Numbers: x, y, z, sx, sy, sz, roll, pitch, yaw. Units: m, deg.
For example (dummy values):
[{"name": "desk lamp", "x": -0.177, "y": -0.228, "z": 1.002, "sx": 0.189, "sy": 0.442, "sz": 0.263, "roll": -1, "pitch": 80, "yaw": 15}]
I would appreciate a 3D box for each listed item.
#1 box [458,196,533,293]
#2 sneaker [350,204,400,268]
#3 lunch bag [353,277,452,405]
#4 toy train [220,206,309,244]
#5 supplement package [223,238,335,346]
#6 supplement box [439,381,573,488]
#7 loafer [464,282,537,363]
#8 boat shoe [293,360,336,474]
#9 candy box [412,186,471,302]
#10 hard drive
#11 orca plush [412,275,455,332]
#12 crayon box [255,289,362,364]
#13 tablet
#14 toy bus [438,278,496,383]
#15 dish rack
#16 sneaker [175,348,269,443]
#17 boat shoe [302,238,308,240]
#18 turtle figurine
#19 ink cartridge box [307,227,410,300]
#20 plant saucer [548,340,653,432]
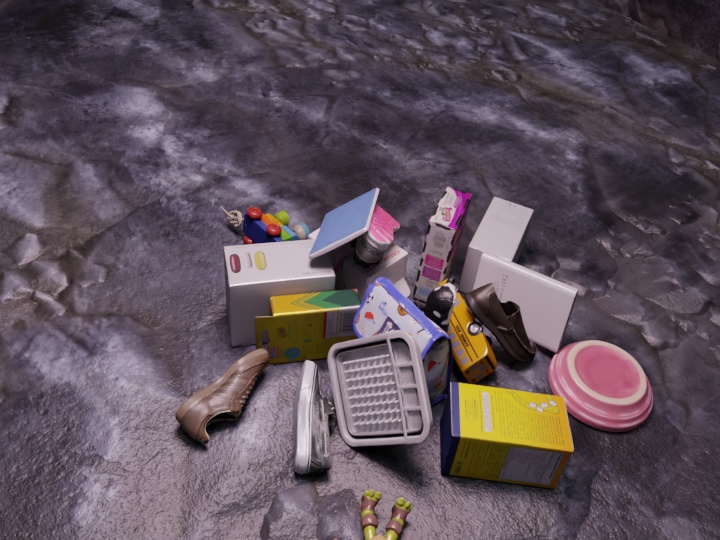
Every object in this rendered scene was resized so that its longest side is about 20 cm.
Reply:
[{"name": "box", "x": 0.296, "y": -0.045, "z": 1.452, "sx": 0.095, "sy": 0.127, "sz": 0.201, "roll": 20, "pitch": 43, "yaw": 15}, {"name": "sneaker", "x": 0.023, "y": -0.063, "z": 1.283, "sx": 0.073, "sy": 0.088, "sz": 0.201, "roll": 35, "pitch": 21, "yaw": -7}, {"name": "lunch bag", "x": 0.073, "y": 0.131, "z": 1.167, "sx": 0.122, "sy": 0.203, "sz": 0.170, "roll": -28, "pitch": 52, "yaw": -26}, {"name": "toy train", "x": -0.210, "y": -0.108, "z": 1.489, "sx": 0.114, "sy": 0.086, "sz": 0.199, "roll": -20, "pitch": 48, "yaw": -41}, {"name": "supplement package", "x": -0.156, "y": 0.041, "z": 1.269, "sx": 0.194, "sy": 0.159, "sz": 0.112, "roll": -6, "pitch": 42, "yaw": -15}, {"name": "supplement box", "x": 0.236, "y": 0.273, "z": 1.107, "sx": 0.194, "sy": 0.111, "sz": 0.111, "roll": 8, "pitch": 41, "yaw": 0}, {"name": "loafer", "x": 0.280, "y": 0.100, "z": 1.262, "sx": 0.199, "sy": 0.071, "sz": 0.074, "roll": 43, "pitch": 17, "yaw": -24}, {"name": "boat shoe", "x": -0.076, "y": 0.249, "z": 1.130, "sx": 0.069, "sy": 0.073, "sz": 0.204, "roll": 8, "pitch": 51, "yaw": -12}, {"name": "candy box", "x": 0.168, "y": -0.049, "z": 1.380, "sx": 0.059, "sy": 0.204, "sz": 0.137, "roll": 18, "pitch": 41, "yaw": 13}, {"name": "hard drive", "x": 0.317, "y": 0.061, "z": 1.319, "sx": 0.196, "sy": 0.135, "sz": 0.026, "roll": 24, "pitch": 29, "yaw": 26}, {"name": "orca plush", "x": 0.127, "y": 0.054, "z": 1.190, "sx": 0.069, "sy": 0.109, "sz": 0.200, "roll": 11, "pitch": 8, "yaw": 5}, {"name": "crayon box", "x": -0.099, "y": 0.105, "z": 1.230, "sx": 0.194, "sy": 0.129, "sz": 0.051, "roll": -4, "pitch": 41, "yaw": -14}, {"name": "tablet", "x": -0.027, "y": -0.091, "z": 1.263, "sx": 0.128, "sy": 0.014, "sz": 0.201, "roll": -25, "pitch": 22, "yaw": 20}, {"name": "toy bus", "x": 0.195, "y": 0.112, "z": 1.294, "sx": 0.077, "sy": 0.065, "sz": 0.202, "roll": -33, "pitch": 46, "yaw": 8}, {"name": "dish rack", "x": 0.035, "y": 0.193, "z": 1.092, "sx": 0.197, "sy": 0.177, "sz": 0.043, "roll": -16, "pitch": -7, "yaw": 41}, {"name": "sneaker", "x": -0.221, "y": 0.218, "z": 1.149, "sx": 0.076, "sy": 0.071, "sz": 0.199, "roll": 45, "pitch": 55, "yaw": 12}, {"name": "boat shoe", "x": -0.176, "y": -0.005, "z": 1.384, "sx": 0.197, "sy": 0.069, "sz": 0.071, "roll": -28, "pitch": 46, "yaw": -29}, {"name": "turtle figurine", "x": 0.035, "y": 0.407, "z": 0.965, "sx": 0.194, "sy": 0.066, "sz": 0.163, "roll": 4, "pitch": 34, "yaw": 10}, {"name": "ink cartridge box", "x": 0.000, "y": 0.000, "z": 1.359, "sx": 0.198, "sy": 0.128, "sz": 0.127, "roll": 35, "pitch": 48, "yaw": 29}, {"name": "plant saucer", "x": 0.456, "y": 0.205, "z": 1.257, "sx": 0.194, "sy": 0.052, "sz": 0.203, "roll": 4, "pitch": 41, "yaw": -4}]
